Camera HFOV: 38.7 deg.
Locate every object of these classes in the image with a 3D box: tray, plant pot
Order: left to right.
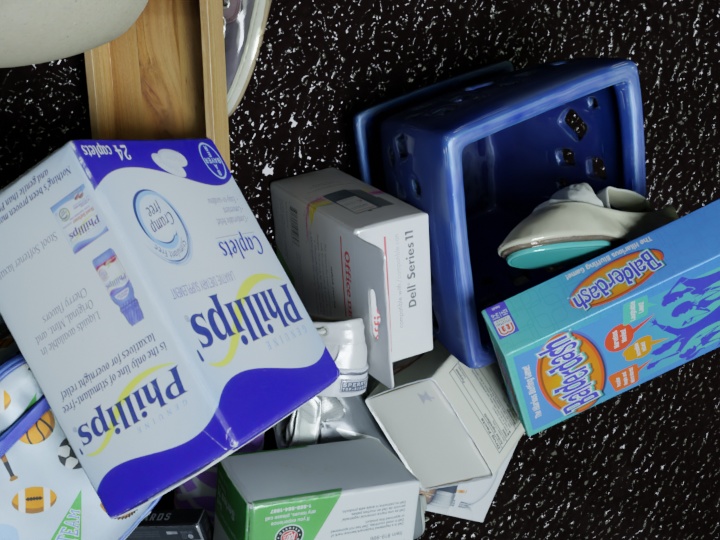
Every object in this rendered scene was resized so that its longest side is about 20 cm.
[{"bbox_3d":[-0.149,-0.109,0.762,0.097,0.037,0.203,5,110,12],"label":"tray"},{"bbox_3d":[0.108,-0.066,0.865,0.198,0.179,0.202,-23,117,-24],"label":"plant pot"}]

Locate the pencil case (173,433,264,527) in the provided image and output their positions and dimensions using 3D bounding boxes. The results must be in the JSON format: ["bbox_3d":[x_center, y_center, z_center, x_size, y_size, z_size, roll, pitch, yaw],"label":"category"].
[{"bbox_3d":[-0.120,0.199,0.898,0.085,0.083,0.203,-25,126,-59],"label":"pencil case"}]

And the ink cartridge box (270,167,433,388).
[{"bbox_3d":[0.000,0.000,0.818,0.067,0.200,0.119,-14,115,-24],"label":"ink cartridge box"}]

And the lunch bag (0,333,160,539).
[{"bbox_3d":[-0.236,0.146,0.667,0.200,0.075,0.161,-45,120,-8],"label":"lunch bag"}]

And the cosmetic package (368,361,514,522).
[{"bbox_3d":[0.066,0.154,1.003,0.198,0.052,0.152,19,95,-33],"label":"cosmetic package"}]

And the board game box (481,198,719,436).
[{"bbox_3d":[0.200,0.041,0.784,0.198,0.045,0.153,-25,146,2],"label":"board game box"}]

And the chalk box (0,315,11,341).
[{"bbox_3d":[-0.271,0.096,0.747,0.124,0.124,0.201,-37,121,-12],"label":"chalk box"}]

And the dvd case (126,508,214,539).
[{"bbox_3d":[-0.170,0.289,0.876,0.148,0.025,0.202,-6,118,18],"label":"dvd case"}]

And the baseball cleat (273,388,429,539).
[{"bbox_3d":[-0.016,0.158,0.889,0.106,0.070,0.202,-27,94,-31],"label":"baseball cleat"}]

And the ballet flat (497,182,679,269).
[{"bbox_3d":[0.178,-0.033,0.780,0.198,0.069,0.070,4,106,-36],"label":"ballet flat"}]

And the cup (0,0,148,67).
[{"bbox_3d":[-0.212,-0.213,0.647,0.143,0.199,0.202,11,104,-57],"label":"cup"}]

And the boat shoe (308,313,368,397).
[{"bbox_3d":[-0.074,0.045,0.801,0.071,0.199,0.067,-3,102,-44],"label":"boat shoe"}]

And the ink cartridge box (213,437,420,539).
[{"bbox_3d":[-0.042,0.248,0.816,0.145,0.083,0.203,-2,107,-27],"label":"ink cartridge box"}]

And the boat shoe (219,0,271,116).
[{"bbox_3d":[-0.098,-0.218,0.767,0.064,0.072,0.202,10,107,-18],"label":"boat shoe"}]

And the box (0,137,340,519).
[{"bbox_3d":[-0.126,0.025,0.666,0.104,0.184,0.202,-30,87,20],"label":"box"}]

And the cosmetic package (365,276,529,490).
[{"bbox_3d":[0.105,0.090,0.912,0.200,0.087,0.104,-41,103,-46],"label":"cosmetic package"}]
